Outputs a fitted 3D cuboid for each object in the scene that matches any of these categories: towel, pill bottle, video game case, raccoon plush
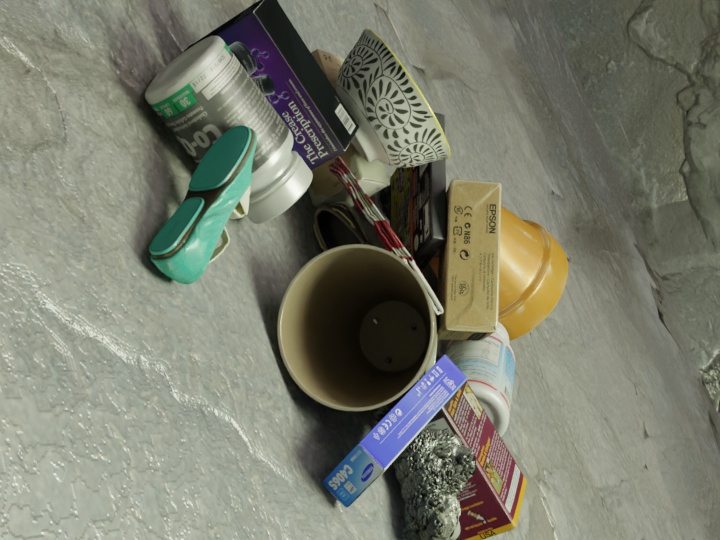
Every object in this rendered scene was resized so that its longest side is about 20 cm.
[{"bbox_3d":[0.032,-0.042,1.500,0.201,0.023,0.144,56,1,36],"label":"towel"},{"bbox_3d":[0.168,0.155,1.688,0.109,0.108,0.201,54,26,-19],"label":"pill bottle"},{"bbox_3d":[-0.149,-0.161,1.360,0.201,0.112,0.114,52,27,-23],"label":"pill bottle"},{"bbox_3d":[0.080,-0.091,1.658,0.025,0.181,0.203,9,62,-15],"label":"video game case"},{"bbox_3d":[0.052,0.254,1.439,0.199,0.097,0.134,34,40,5],"label":"raccoon plush"}]

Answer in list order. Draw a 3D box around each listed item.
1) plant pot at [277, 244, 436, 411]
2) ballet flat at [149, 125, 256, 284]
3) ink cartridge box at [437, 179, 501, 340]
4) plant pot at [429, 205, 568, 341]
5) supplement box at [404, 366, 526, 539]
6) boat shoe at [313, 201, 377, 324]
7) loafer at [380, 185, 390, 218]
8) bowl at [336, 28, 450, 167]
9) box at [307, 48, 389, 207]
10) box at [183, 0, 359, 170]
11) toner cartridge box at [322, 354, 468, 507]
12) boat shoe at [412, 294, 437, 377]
[{"bbox_3d":[0.018,0.076,1.417,0.190,0.185,0.200,69,12,12],"label":"plant pot"},{"bbox_3d":[-0.160,-0.066,1.261,0.071,0.067,0.201,57,48,-39],"label":"ballet flat"},{"bbox_3d":[0.148,-0.010,1.606,0.165,0.074,0.204,85,8,-83],"label":"ink cartridge box"},{"bbox_3d":[0.189,-0.021,1.795,0.183,0.199,0.202,42,32,-34],"label":"plant pot"},{"bbox_3d":[0.134,0.247,1.559,0.201,0.085,0.111,58,26,-13],"label":"supplement box"},{"bbox_3d":[0.000,0.000,1.549,0.202,0.071,0.059,62,21,6],"label":"boat shoe"},{"bbox_3d":[0.113,-0.080,1.848,0.199,0.072,0.074,35,36,-48],"label":"loafer"},{"bbox_3d":[0.024,-0.204,1.523,0.202,0.094,0.201,56,-2,3],"label":"bowl"},{"bbox_3d":[-0.043,-0.192,1.625,0.077,0.094,0.202,6,60,-59],"label":"box"},{"bbox_3d":[-0.117,-0.213,1.439,0.201,0.140,0.079,55,31,-18],"label":"box"},{"bbox_3d":[0.043,0.184,1.356,0.043,0.095,0.200,43,43,7],"label":"toner cartridge box"},{"bbox_3d":[0.075,0.086,1.614,0.201,0.061,0.074,-83,177,-62],"label":"boat shoe"}]
